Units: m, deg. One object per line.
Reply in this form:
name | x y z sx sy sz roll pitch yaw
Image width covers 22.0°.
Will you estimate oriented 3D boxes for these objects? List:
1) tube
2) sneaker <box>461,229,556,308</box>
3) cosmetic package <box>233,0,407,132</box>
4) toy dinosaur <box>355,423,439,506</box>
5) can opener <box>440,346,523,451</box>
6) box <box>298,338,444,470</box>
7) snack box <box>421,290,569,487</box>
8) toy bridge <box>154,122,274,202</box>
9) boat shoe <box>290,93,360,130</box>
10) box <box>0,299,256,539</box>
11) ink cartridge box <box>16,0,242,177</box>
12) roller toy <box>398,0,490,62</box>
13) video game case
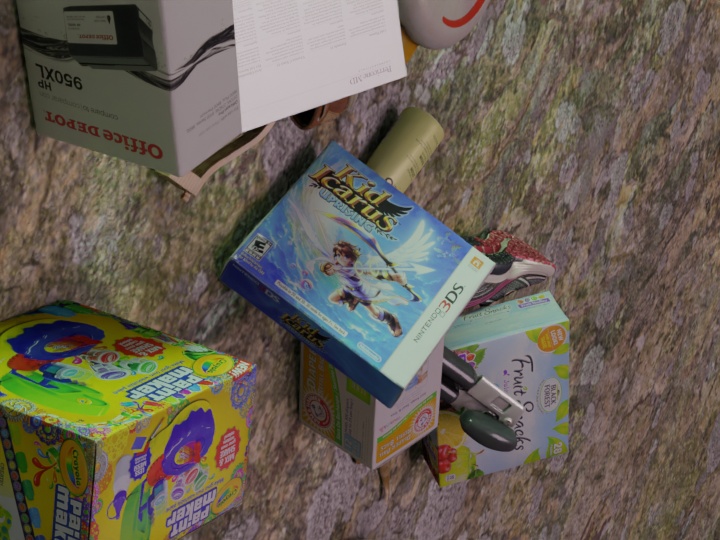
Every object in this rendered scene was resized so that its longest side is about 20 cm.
tube | 0.014 -0.075 1.868 0.058 0.052 0.200 43 68 -18
sneaker | 0.155 0.001 2.159 0.199 0.080 0.075 -4 123 -54
cosmetic package | -0.062 -0.208 1.533 0.199 0.052 0.152 -21 113 -29
toy dinosaur | 0.032 0.184 2.063 0.101 0.058 0.200 -43 159 -15
can opener | 0.103 0.130 2.030 0.200 0.067 0.053 36 114 -28
box | 0.011 0.079 1.849 0.101 0.112 0.201 -30 136 -37
snack box | 0.155 0.138 2.142 0.167 0.068 0.201 -13 128 -13
toy bridge | -0.100 -0.145 1.574 0.067 0.027 0.201 35 83 -37
boat shoe | -0.048 -0.208 1.642 0.072 0.075 0.201 -47 139 -31
box | -0.214 0.124 1.385 0.200 0.192 0.123 -24 126 -57
ink cartridge box | -0.170 -0.185 1.340 0.084 0.144 0.201 -42 139 -43
roller toy | 0.048 -0.299 1.697 0.200 0.139 0.184 -42 140 -44
video game case | 0.000 0.000 1.721 0.182 0.200 0.046 -51 177 -37
